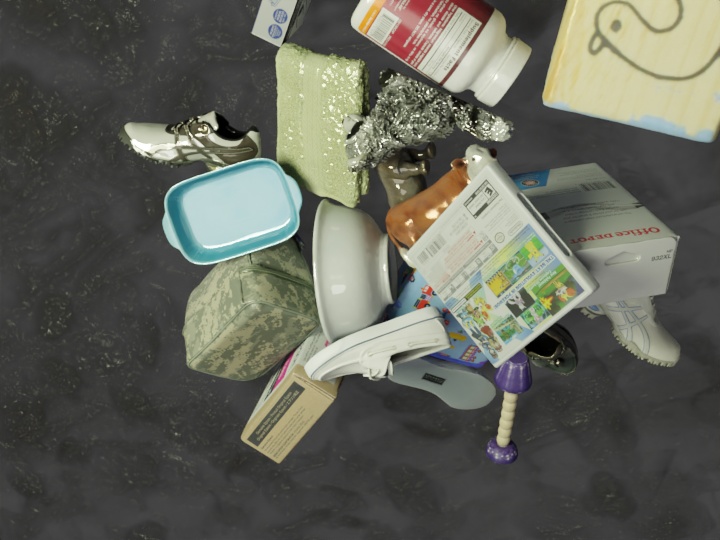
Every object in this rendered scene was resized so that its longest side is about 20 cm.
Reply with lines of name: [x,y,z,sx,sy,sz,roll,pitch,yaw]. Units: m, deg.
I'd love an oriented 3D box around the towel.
towel: [-0.052,-0.191,1.269,0.148,0.036,0.200,19,122,28]

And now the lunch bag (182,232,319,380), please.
lunch bag: [-0.163,0.040,1.399,0.139,0.168,0.200,16,135,-37]

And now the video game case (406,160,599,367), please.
video game case: [0.158,-0.002,1.123,0.182,0.022,0.200,52,140,10]

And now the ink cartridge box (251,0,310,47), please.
ink cartridge box: [-0.069,-0.377,1.153,0.044,0.094,0.200,25,125,0]

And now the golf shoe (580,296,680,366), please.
golf shoe: [0.375,0.049,1.304,0.200,0.078,0.097,38,117,-10]

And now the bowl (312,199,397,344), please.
bowl: [0.000,0.000,1.311,0.090,0.201,0.201,-4,120,9]

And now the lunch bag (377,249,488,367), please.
lunch bag: [0.142,0.058,1.375,0.200,0.094,0.151,24,122,-11]

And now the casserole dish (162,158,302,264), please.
casserole dish: [-0.172,-0.082,1.313,0.200,0.039,0.121,-17,102,11]

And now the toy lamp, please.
toy lamp: [0.222,0.205,1.446,0.058,0.058,0.200,9,125,11]

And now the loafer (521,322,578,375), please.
loafer: [0.246,0.097,1.343,0.072,0.063,0.200,-27,129,22]

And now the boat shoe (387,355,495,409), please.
boat shoe: [0.115,0.150,1.441,0.199,0.068,0.074,18,121,-25]

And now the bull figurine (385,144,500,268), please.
bull figurine: [0.116,-0.072,1.216,0.200,0.065,0.121,-30,78,41]

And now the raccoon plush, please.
raccoon plush: [0.067,-0.156,1.165,0.200,0.097,0.134,30,103,30]

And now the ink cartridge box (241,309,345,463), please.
ink cartridge box: [-0.082,0.159,1.424,0.075,0.200,0.165,33,123,-6]

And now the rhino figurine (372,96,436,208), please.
rhino figurine: [0.057,-0.139,1.285,0.087,0.060,0.200,-11,115,33]

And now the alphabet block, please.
alphabet block: [0.319,-0.281,1.040,0.195,0.196,0.200,13,123,6]

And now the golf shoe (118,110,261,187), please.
golf shoe: [-0.231,-0.188,1.334,0.200,0.078,0.095,14,121,-6]

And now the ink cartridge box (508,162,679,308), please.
ink cartridge box: [0.266,-0.045,1.173,0.145,0.200,0.084,-8,123,-13]

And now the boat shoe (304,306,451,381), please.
boat shoe: [0.025,0.113,1.290,0.200,0.065,0.074,-23,159,0]

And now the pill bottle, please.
pill bottle: [0.098,-0.286,1.150,0.200,0.113,0.113,33,124,-6]
